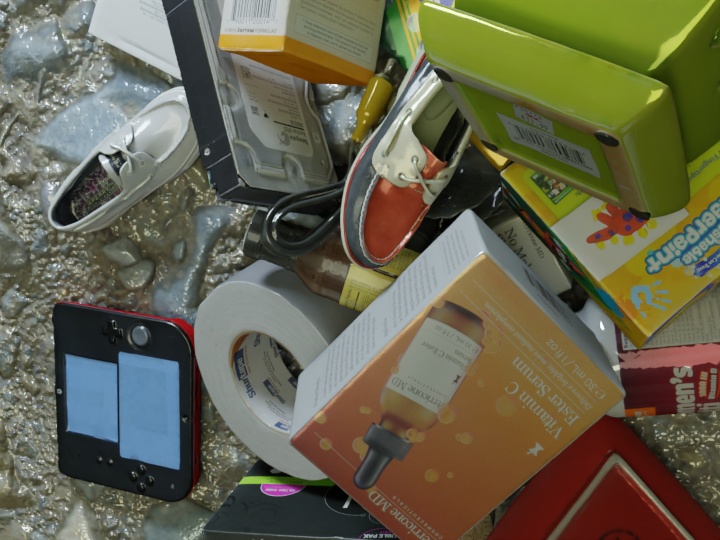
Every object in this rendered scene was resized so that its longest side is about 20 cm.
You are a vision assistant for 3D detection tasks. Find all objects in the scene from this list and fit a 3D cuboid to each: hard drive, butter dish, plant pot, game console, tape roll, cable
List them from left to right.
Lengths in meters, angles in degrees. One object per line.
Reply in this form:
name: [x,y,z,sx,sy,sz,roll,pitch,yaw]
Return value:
game console: [-0.251,0.140,0.955,0.174,0.031,0.204,7,104,14]
hard drive: [-0.166,-0.290,0.832,0.130,0.025,0.202,27,109,8]
hard drive: [-0.090,-0.150,0.752,0.037,0.139,0.203,-23,75,31]
tape roll: [-0.063,0.090,0.829,0.198,0.066,0.203,20,126,31]
cable: [0.000,-0.075,0.736,0.097,0.050,0.201,46,74,-21]
butter dish: [0.199,0.262,0.804,0.200,0.148,0.199,47,66,0]
plant pot: [0.162,-0.159,0.592,0.198,0.199,0.183,28,86,29]

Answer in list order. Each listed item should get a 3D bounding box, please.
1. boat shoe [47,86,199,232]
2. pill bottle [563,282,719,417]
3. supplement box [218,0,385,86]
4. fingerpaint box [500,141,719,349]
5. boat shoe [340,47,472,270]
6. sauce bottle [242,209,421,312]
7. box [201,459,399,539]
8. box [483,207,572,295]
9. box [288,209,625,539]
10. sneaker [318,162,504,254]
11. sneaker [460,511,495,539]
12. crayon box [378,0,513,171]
boat shoe: [-0.228,-0.105,0.871,0.198,0.068,0.073,-31,93,20]
pill bottle: [0.250,0.065,0.752,0.197,0.110,0.112,-7,101,17]
supplement box: [-0.036,-0.263,0.723,0.073,0.125,0.204,11,93,35]
fingerpaint box: [0.236,-0.070,0.693,0.199,0.073,0.167,-41,73,0]
boat shoe: [0.047,-0.093,0.696,0.071,0.062,0.202,29,83,-33]
sauce bottle: [0.000,0.000,0.748,0.197,0.065,0.066,22,108,2]
box: [-0.028,0.270,0.859,0.196,0.149,0.127,-1,104,15]
box: [0.087,0.016,0.809,0.198,0.068,0.083,-29,95,20]
box: [0.067,0.086,0.676,0.152,0.107,0.200,42,105,-13]
sneaker: [0.026,-0.078,0.809,0.198,0.060,0.105,30,84,29]
sneaker: [0.076,0.137,0.812,0.069,0.109,0.203,-15,108,23]
crayon box: [0.120,-0.179,0.764,0.200,0.052,0.126,46,110,1]
